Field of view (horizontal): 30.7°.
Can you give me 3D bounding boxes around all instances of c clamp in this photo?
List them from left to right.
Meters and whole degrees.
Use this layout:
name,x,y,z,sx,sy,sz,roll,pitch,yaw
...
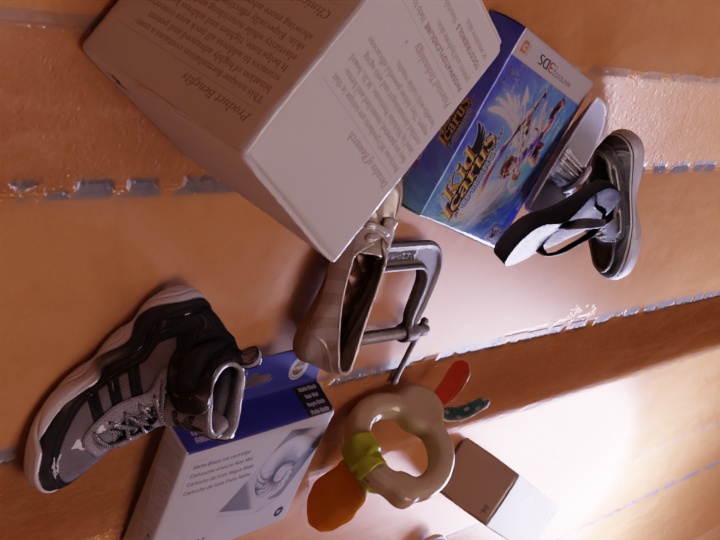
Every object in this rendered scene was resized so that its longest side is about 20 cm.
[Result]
name,x,y,z,sx,sy,sz,roll,pitch,yaw
c clamp,0.023,0.047,1.311,0.199,0.027,0.172,4,115,-56

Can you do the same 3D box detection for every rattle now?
name,x,y,z,sx,sy,sz,roll,pitch,yaw
rattle,0.044,0.195,1.425,0.200,0.130,0.144,-49,160,-50

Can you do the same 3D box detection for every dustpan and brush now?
name,x,y,z,sx,sy,sz,roll,pitch,yaw
dustpan and brush,0.222,-0.098,1.419,0.140,0.057,0.200,-58,180,-7

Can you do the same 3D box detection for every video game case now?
name,x,y,z,sx,sy,sz,roll,pitch,yaw
video game case,0.132,-0.130,1.282,0.181,0.045,0.201,18,104,-58

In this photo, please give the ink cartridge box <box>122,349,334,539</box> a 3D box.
name,x,y,z,sx,sy,sz,roll,pitch,yaw
ink cartridge box,-0.112,0.171,1.209,0.199,0.041,0.201,-12,132,-50

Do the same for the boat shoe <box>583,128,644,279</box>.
name,x,y,z,sx,sy,sz,roll,pitch,yaw
boat shoe,0.285,-0.071,1.544,0.071,0.072,0.201,-25,128,-28

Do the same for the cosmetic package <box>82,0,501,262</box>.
name,x,y,z,sx,sy,sz,roll,pitch,yaw
cosmetic package,-0.042,-0.153,0.895,0.200,0.167,0.166,-52,150,-6

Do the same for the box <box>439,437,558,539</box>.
name,x,y,z,sx,sy,sz,roll,pitch,yaw
box,0.178,0.294,1.697,0.078,0.095,0.200,-54,151,-4

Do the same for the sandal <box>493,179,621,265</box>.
name,x,y,z,sx,sy,sz,roll,pitch,yaw
sandal,0.208,-0.039,1.349,0.200,0.043,0.076,-25,155,-44

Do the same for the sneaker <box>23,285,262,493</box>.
name,x,y,z,sx,sy,sz,roll,pitch,yaw
sneaker,-0.166,0.110,1.017,0.200,0.114,0.076,-48,148,-13

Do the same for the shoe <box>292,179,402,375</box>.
name,x,y,z,sx,sy,sz,roll,pitch,yaw
shoe,0.000,0.000,1.187,0.070,0.053,0.201,10,104,-45

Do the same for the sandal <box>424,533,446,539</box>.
name,x,y,z,sx,sy,sz,roll,pitch,yaw
sandal,0.074,0.439,1.726,0.082,0.050,0.204,1,118,-55
